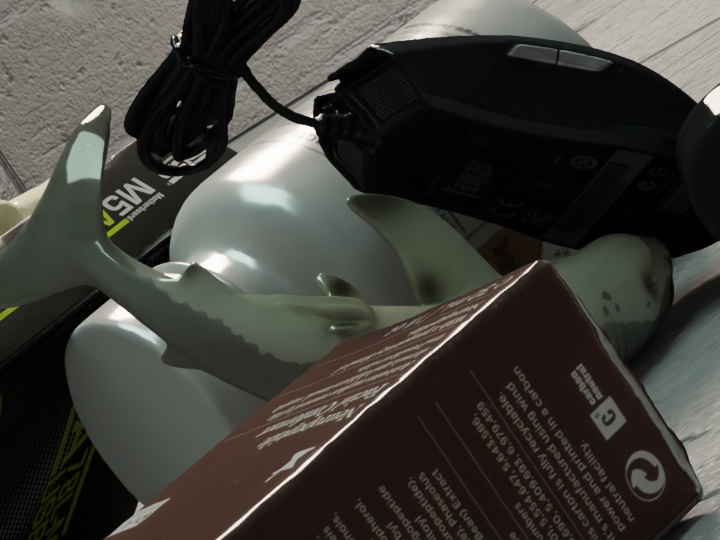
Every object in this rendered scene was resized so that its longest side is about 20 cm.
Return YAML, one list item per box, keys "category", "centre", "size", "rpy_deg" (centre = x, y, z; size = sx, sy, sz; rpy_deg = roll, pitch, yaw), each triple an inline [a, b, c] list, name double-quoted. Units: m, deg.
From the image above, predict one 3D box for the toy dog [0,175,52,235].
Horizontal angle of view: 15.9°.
- category: "toy dog"
  centre: [-0.174, 0.041, 1.478]
  size: [0.200, 0.139, 0.195]
  rpy_deg: [-89, 19, -80]

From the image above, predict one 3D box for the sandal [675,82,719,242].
- category: "sandal"
  centre: [0.183, -0.067, 0.737]
  size: [0.200, 0.075, 0.048]
  rpy_deg: [-40, 30, 14]

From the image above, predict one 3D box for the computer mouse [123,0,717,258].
- category: "computer mouse"
  centre: [0.035, -0.064, 0.771]
  size: [0.141, 0.199, 0.046]
  rpy_deg: [116, 161, -60]

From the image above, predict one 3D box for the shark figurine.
- category: "shark figurine"
  centre: [-0.007, 0.033, 0.756]
  size: [0.129, 0.213, 0.090]
  rpy_deg: [-97, 18, -52]

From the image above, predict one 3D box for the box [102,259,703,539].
- category: "box"
  centre: [-0.026, 0.087, 0.580]
  size: [0.200, 0.075, 0.100]
  rpy_deg: [-41, 10, -34]

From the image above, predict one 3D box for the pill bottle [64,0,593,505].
- category: "pill bottle"
  centre: [0.000, 0.000, 0.878]
  size: [0.200, 0.115, 0.114]
  rpy_deg: [-40, 9, -32]

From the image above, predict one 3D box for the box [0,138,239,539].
- category: "box"
  centre: [-0.125, 0.066, 0.915]
  size: [0.193, 0.047, 0.201]
  rpy_deg: [-39, -24, -52]
